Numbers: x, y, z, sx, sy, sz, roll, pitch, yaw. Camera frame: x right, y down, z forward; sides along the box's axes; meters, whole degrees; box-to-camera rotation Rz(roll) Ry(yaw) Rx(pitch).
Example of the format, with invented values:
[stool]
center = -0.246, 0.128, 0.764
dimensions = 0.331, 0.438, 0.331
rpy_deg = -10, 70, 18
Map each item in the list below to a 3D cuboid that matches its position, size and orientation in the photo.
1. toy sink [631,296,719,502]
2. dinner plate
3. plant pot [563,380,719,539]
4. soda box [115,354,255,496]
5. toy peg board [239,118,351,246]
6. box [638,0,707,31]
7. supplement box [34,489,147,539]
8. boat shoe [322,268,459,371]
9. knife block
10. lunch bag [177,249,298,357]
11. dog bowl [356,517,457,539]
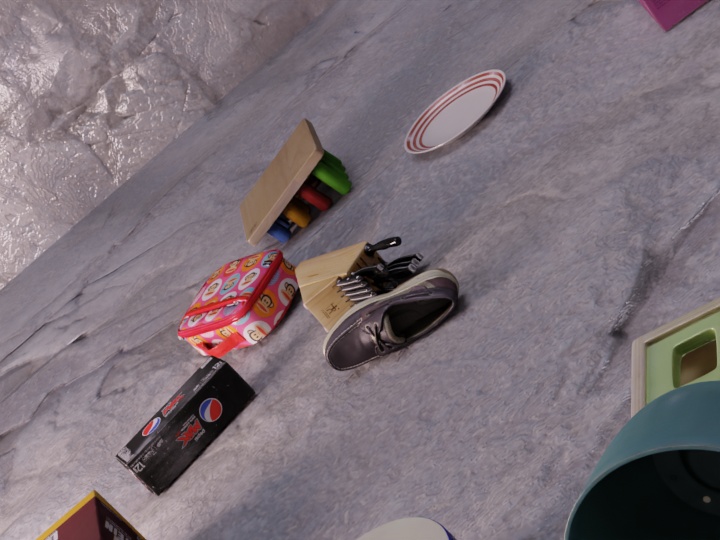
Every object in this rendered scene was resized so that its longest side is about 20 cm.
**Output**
[toy sink]
center = 0.338, 0.087, 1.210
dimensions = 0.200, 0.112, 0.130
rpy_deg = -29, 24, 28
[dinner plate]
center = 0.156, -0.251, 2.309
dimensions = 0.200, 0.024, 0.200
rpy_deg = -35, 21, 16
[plant pot]
center = 0.264, 0.175, 1.063
dimensions = 0.200, 0.201, 0.161
rpy_deg = -29, 13, 29
[soda box]
center = -0.245, 0.215, 2.004
dimensions = 0.200, 0.071, 0.063
rpy_deg = -46, 23, -13
[toy peg board]
center = -0.106, -0.133, 2.462
dimensions = 0.199, 0.098, 0.200
rpy_deg = -53, 18, 12
[box]
center = 0.469, -0.462, 2.092
dimensions = 0.176, 0.097, 0.200
rpy_deg = -36, 21, 13
[supplement box]
center = -0.339, 0.405, 1.705
dimensions = 0.197, 0.133, 0.200
rpy_deg = -40, 21, 0
[boat shoe]
center = 0.037, 0.069, 1.818
dimensions = 0.200, 0.072, 0.065
rpy_deg = -30, 18, 11
[knife block]
center = 0.000, 0.000, 2.025
dimensions = 0.176, 0.064, 0.200
rpy_deg = -38, 21, 6
[lunch bag]
center = -0.192, 0.062, 2.217
dimensions = 0.200, 0.082, 0.176
rpy_deg = -17, 35, 49
[dog bowl]
center = 0.027, 0.326, 1.314
dimensions = 0.200, 0.079, 0.200
rpy_deg = -34, 22, 16
